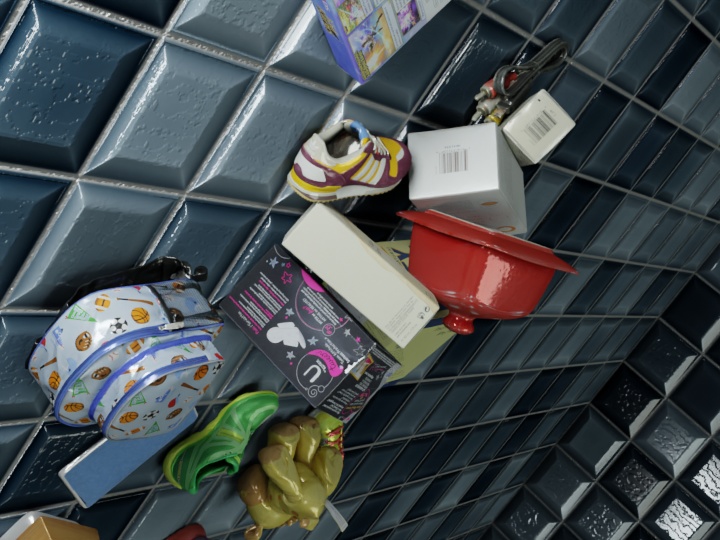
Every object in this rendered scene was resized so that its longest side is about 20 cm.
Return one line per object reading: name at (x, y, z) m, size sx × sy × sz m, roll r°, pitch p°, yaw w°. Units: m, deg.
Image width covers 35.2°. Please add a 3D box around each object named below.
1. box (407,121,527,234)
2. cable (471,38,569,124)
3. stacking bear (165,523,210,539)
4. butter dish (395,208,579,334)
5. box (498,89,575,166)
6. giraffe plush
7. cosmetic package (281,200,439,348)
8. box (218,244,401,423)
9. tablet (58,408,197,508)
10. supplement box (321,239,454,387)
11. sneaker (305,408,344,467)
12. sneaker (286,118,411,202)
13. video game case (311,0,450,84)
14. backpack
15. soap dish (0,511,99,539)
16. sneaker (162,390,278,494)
box at (0.151, -0.119, 1.578) m, size 0.124 × 0.098 × 0.200 m, roll -6°, pitch 163°, yaw 17°
cable at (0.227, -0.283, 1.614) m, size 0.200 × 0.050 × 0.097 m, roll -50°, pitch 147°, yaw -26°
stacking bear at (-0.241, 0.521, 1.843) m, size 0.114 × 0.200 × 0.121 m, roll -43°, pitch 155°, yaw -10°
butter dish at (0.151, 0.013, 1.519) m, size 0.199 × 0.200 × 0.148 m, roll 15°, pitch 96°, yaw -41°
box at (0.238, -0.197, 1.604) m, size 0.082 × 0.068 × 0.200 m, roll -44°, pitch -178°, yaw 4°
giraffe plush at (-0.129, 0.358, 1.867) m, size 0.162 × 0.200 × 0.172 m, roll -28°, pitch 173°, yaw 35°
cosmetic package at (0.000, 0.000, 1.425) m, size 0.073 × 0.200 × 0.104 m, roll -48°, pitch -173°, yaw 6°
box at (-0.065, 0.086, 1.475) m, size 0.115 × 0.200 × 0.132 m, roll -45°, pitch 156°, yaw 0°
tablet at (-0.308, 0.232, 1.527) m, size 0.200 × 0.014 × 0.130 m, roll -39°, pitch 154°, yaw -19°
supplement box at (0.029, 0.068, 1.630) m, size 0.200 × 0.134 × 0.200 m, roll -43°, pitch 160°, yaw 29°
sneaker at (-0.055, 0.297, 1.944) m, size 0.078 × 0.090 × 0.200 m, roll -22°, pitch 144°, yaw -40°
sneaker at (0.003, -0.143, 1.394) m, size 0.200 × 0.075 × 0.090 m, roll -22°, pitch 151°, yaw -45°
video game case at (0.030, -0.320, 1.207) m, size 0.181 × 0.045 × 0.200 m, roll -45°, pitch 155°, yaw -8°
backpack at (-0.261, 0.100, 1.256) m, size 0.190 × 0.154 × 0.200 m, roll 2°, pitch 131°, yaw -46°
soap dish at (-0.446, 0.416, 1.499) m, size 0.200 × 0.081 × 0.157 m, roll -44°, pitch 156°, yaw -3°
sneaker at (-0.193, 0.254, 1.663) m, size 0.200 × 0.084 × 0.074 m, roll -39°, pitch 154°, yaw -19°
